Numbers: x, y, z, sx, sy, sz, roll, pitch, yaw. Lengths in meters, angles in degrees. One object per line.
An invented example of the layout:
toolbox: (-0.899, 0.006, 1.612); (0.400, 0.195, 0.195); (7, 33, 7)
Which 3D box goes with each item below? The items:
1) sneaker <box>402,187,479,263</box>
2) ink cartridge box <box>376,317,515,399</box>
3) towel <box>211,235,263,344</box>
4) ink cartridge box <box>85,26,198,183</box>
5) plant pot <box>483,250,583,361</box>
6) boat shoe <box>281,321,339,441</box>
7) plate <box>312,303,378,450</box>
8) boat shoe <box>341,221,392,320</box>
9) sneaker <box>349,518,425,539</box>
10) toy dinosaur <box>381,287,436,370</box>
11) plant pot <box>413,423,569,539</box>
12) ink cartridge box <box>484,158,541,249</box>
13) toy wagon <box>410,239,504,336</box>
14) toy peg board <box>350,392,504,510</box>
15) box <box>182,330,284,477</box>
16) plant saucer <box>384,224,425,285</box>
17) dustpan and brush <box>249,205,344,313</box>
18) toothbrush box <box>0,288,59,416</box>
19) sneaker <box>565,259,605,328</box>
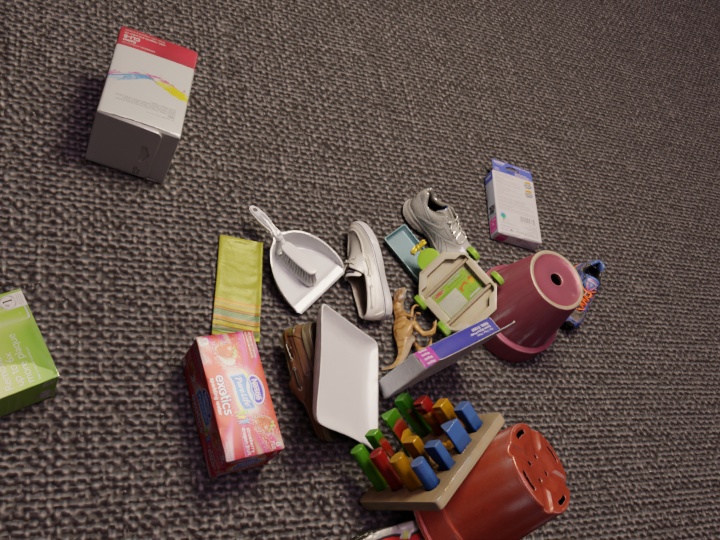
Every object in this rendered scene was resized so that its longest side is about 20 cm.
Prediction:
sneaker: (0.174, -0.083, 1.567); (0.200, 0.087, 0.075); (45, 49, 0)
ink cartridge box: (0.149, 0.146, 1.348); (0.195, 0.200, 0.044); (-20, 73, -36)
towel: (-0.213, 0.031, 1.330); (0.085, 0.018, 0.203); (13, 57, -24)
ink cartridge box: (-0.384, -0.288, 1.338); (0.143, 0.145, 0.202); (15, 56, -20)
plant pot: (0.340, 0.058, 1.519); (0.197, 0.179, 0.203); (13, 57, -21)
boat shoe: (-0.083, 0.191, 1.281); (0.072, 0.067, 0.203); (5, 72, -67)
plate: (-0.027, 0.185, 1.280); (0.200, 0.032, 0.202); (39, 44, -51)
boat shoe: (0.000, 0.000, 1.437); (0.069, 0.071, 0.203); (-3, 71, -33)
sneaker: (0.051, 0.448, 1.201); (0.198, 0.077, 0.086); (-4, 70, -30)
toy dinosaur: (0.087, 0.127, 1.426); (0.105, 0.061, 0.202); (9, 48, -7)
plant pot: (0.217, 0.357, 1.228); (0.200, 0.195, 0.202); (33, 35, -27)
ink cartridge box: (0.346, -0.152, 1.733); (0.118, 0.042, 0.203); (13, 60, -22)
toy wagon: (0.176, 0.023, 1.482); (0.155, 0.040, 0.200); (-41, 74, -2)
toy peg board: (0.093, 0.279, 1.224); (0.200, 0.198, 0.098); (-43, 102, -36)
box: (-0.202, 0.206, 1.185); (0.099, 0.096, 0.202); (-5, 65, -32)
plant saucer: (0.129, 0.000, 1.538); (0.070, 0.019, 0.201); (-35, 82, -38)
dustpan and brush: (-0.134, -0.038, 1.382); (0.200, 0.057, 0.139); (42, 59, 8)
toothbrush box: (-0.542, 0.134, 1.045); (0.198, 0.086, 0.147); (-21, 74, -34)
sneaker: (0.486, 0.044, 1.672); (0.075, 0.079, 0.201); (34, 52, -6)
